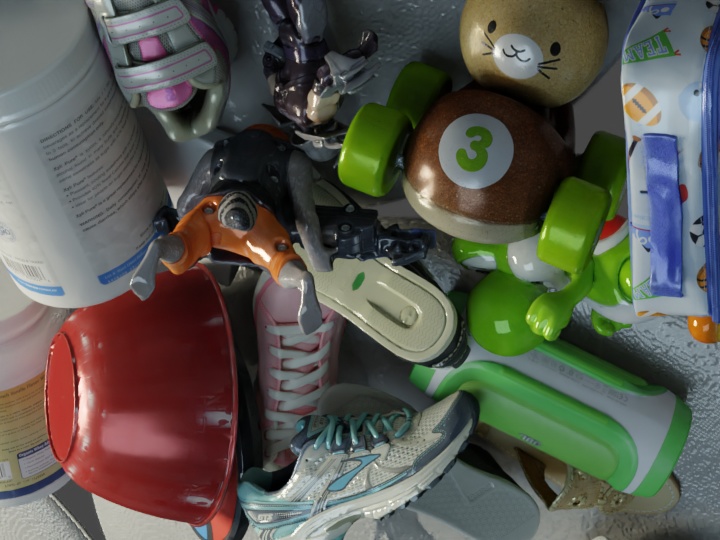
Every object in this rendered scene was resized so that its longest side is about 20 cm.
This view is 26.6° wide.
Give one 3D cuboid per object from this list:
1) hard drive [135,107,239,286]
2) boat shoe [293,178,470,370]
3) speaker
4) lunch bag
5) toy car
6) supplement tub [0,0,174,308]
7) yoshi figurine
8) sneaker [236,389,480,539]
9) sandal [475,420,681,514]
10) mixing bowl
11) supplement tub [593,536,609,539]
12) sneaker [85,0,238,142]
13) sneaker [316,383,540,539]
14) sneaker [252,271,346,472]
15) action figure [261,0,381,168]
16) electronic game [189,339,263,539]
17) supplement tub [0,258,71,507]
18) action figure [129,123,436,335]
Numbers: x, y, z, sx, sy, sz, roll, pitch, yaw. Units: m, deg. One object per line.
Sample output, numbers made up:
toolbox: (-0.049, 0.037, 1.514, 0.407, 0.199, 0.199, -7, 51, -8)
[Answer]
hard drive: (-0.180, -0.075, 1.165, 0.198, 0.026, 0.133, 21, 133, 7)
boat shoe: (0.000, 0.000, 1.088, 0.200, 0.067, 0.072, 42, 99, 27)
speaker: (0.139, 0.091, 1.121, 0.198, 0.089, 0.089, 26, 133, 2)
lunch bag: (0.201, -0.071, 0.908, 0.075, 0.161, 0.202, 3, 128, 21)
toy car: (0.098, -0.130, 0.926, 0.163, 0.158, 0.202, 21, 121, 12)
supplement tub: (-0.214, -0.084, 1.047, 0.130, 0.133, 0.201, 5, 139, 20)
yoshi figurine: (0.155, 0.022, 1.045, 0.198, 0.112, 0.113, 9, 137, 21)
sneaker: (-0.006, 0.136, 1.091, 0.199, 0.078, 0.087, -35, 96, 15)
sandal: (0.146, 0.154, 1.179, 0.210, 0.070, 0.078, 32, 133, -3)
mixing bowl: (-0.173, 0.094, 1.141, 0.107, 0.201, 0.201, 0, 139, -25)
supplement tub: (0.247, 0.314, 1.206, 0.199, 0.145, 0.145, 31, 133, -3)
sneaker: (-0.128, -0.155, 0.984, 0.080, 0.089, 0.200, -15, 150, 13)
sneaker: (0.043, 0.148, 1.193, 0.199, 0.099, 0.071, 33, 89, -13)
sneaker: (-0.044, 0.085, 1.173, 0.074, 0.105, 0.201, -2, 137, -12)
action figure: (-0.037, -0.158, 0.980, 0.130, 0.069, 0.202, 20, 129, 53)
electronic game: (-0.126, 0.122, 1.216, 0.041, 0.201, 0.201, -8, 139, -25)
supplement tub: (-0.306, 0.083, 1.270, 0.143, 0.145, 0.202, 12, 131, 14)
action figure: (-0.049, -0.039, 1.001, 0.197, 0.194, 0.106, 0, 122, 3)
